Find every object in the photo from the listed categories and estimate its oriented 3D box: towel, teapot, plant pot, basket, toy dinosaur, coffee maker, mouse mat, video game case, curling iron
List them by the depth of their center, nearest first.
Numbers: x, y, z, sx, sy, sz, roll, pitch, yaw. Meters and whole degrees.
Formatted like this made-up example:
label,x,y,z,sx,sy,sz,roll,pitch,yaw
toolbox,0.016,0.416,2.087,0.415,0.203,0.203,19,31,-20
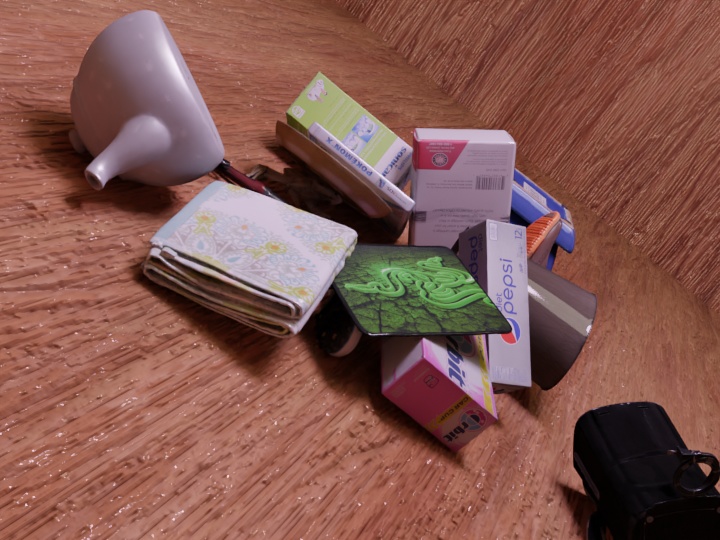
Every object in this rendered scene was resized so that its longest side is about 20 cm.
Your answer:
label,x,y,z,sx,sy,sz,roll,pitch,yaw
towel,-0.107,-0.017,0.988,0.168,0.049,0.201,22,30,6
teapot,-0.244,-0.170,1.056,0.200,0.144,0.200,67,-3,-78
coffee maker,0.320,0.229,1.069,0.132,0.195,0.201,14,22,-13
mouse mat,0.055,0.018,1.070,0.197,0.008,0.162,2,36,-32
curling iron,-0.131,-0.097,1.259,0.198,0.026,0.050,36,12,-3
basket,0.200,0.041,1.329,0.198,0.137,0.181,33,29,-1
plant pot,-0.042,-0.131,1.336,0.199,0.028,0.200,38,0,0
toy dinosaur,-0.065,-0.108,1.360,0.198,0.059,0.101,16,27,-48
video game case,-0.003,-0.126,1.441,0.181,0.022,0.200,39,-9,4
plant pot,0.234,-0.055,1.594,0.199,0.181,0.200,37,18,-2

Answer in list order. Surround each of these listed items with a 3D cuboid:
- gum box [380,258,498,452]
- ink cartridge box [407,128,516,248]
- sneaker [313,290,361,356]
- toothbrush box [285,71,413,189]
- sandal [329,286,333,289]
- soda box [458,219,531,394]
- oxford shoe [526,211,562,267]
label,x,y,z,sx,sy,sz,roll,pitch,yaw
gum box,0.082,0.086,1.092,0.113,0.066,0.201,40,25,-22
ink cartridge box,0.143,-0.098,1.432,0.142,0.204,0.085,1,20,-3
sneaker,-0.007,0.039,1.107,0.072,0.072,0.201,44,20,-17
toothbrush box,-0.014,-0.191,1.522,0.199,0.087,0.146,38,-9,3
sandal,-0.098,-0.041,1.105,0.198,0.055,0.081,31,14,34
soda box,0.163,0.046,1.210,0.062,0.068,0.204,9,73,-26
oxford shoe,0.249,0.005,1.472,0.072,0.202,0.071,35,-1,-15
